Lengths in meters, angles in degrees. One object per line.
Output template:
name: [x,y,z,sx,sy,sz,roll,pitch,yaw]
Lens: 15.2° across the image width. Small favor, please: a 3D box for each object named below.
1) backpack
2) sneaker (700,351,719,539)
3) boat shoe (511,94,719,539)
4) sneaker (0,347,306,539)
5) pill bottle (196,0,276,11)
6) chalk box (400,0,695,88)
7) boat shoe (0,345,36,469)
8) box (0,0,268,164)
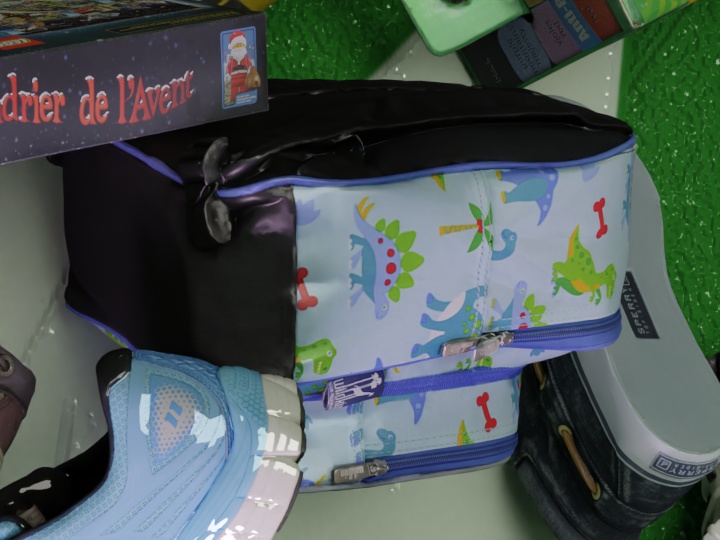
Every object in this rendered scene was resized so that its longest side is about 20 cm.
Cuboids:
backpack: [0.000,0.000,1.047,0.199,0.183,0.148,-9,106,-28]
sneaker: [0.156,0.105,1.180,0.200,0.076,0.115,-36,83,-31]
boat shoe: [0.089,0.024,1.155,0.071,0.091,0.201,7,49,-28]
sneaker: [-0.097,0.108,0.937,0.090,0.078,0.201,24,107,-14]
pill bottle: [-0.020,-0.183,1.058,0.200,0.111,0.111,-35,98,10]
chalk box: [0.097,-0.160,1.163,0.200,0.124,0.125,-30,94,-30]
boat shoe: [-0.204,0.007,0.996,0.200,0.072,0.065,40,56,-18]
box: [-0.150,-0.068,0.945,0.199,0.136,0.038,-14,111,-41]
